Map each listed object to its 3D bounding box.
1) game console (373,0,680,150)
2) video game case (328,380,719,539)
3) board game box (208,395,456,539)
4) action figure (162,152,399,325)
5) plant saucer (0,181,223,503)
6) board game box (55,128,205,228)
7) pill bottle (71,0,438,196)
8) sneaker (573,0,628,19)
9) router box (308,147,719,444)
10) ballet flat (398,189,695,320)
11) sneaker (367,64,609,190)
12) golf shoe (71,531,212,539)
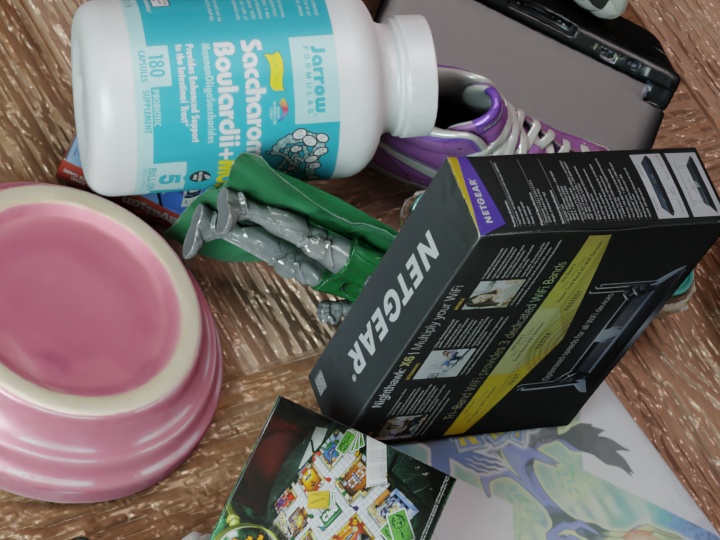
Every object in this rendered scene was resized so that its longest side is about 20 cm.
[{"bbox_3d":[0.095,-0.127,1.613,0.199,0.117,0.176,26,17,-9],"label":"game console"},{"bbox_3d":[0.092,0.130,1.380,0.199,0.022,0.183,-21,66,-38],"label":"video game case"},{"bbox_3d":[-0.032,0.160,1.217,0.104,0.024,0.201,27,50,-1],"label":"board game box"},{"bbox_3d":[0.000,0.000,1.393,0.199,0.118,0.055,19,65,-25],"label":"action figure"},{"bbox_3d":[-0.164,0.028,1.331,0.199,0.051,0.201,15,49,-18],"label":"plant saucer"},{"bbox_3d":[-0.106,-0.108,1.489,0.102,0.019,0.201,24,47,-7],"label":"board game box"},{"bbox_3d":[-0.060,-0.104,1.391,0.199,0.111,0.111,-6,56,-11],"label":"pill bottle"},{"bbox_3d":[0.126,-0.218,1.629,0.087,0.076,0.200,12,14,-15],"label":"sneaker"},{"bbox_3d":[0.081,0.016,1.313,0.156,0.200,0.052,-4,56,-30],"label":"router box"},{"bbox_3d":[0.107,0.000,1.488,0.199,0.064,0.076,13,66,-18],"label":"ballet flat"},{"bbox_3d":[0.091,-0.070,1.491,0.199,0.114,0.073,15,76,-11],"label":"sneaker"},{"bbox_3d":[-0.059,0.169,1.260,0.199,0.073,0.093,3,54,-27],"label":"golf shoe"}]
